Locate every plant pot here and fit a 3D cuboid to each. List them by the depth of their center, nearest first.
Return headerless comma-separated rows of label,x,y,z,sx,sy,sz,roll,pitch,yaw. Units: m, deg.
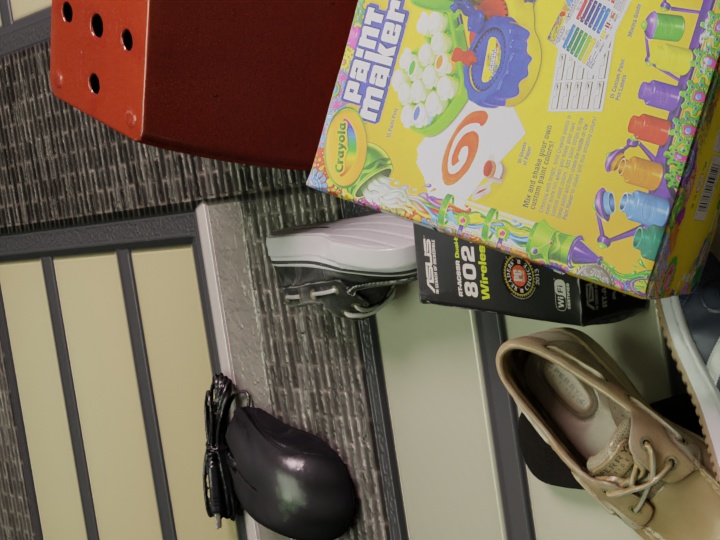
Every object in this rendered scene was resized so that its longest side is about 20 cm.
plant pot,-0.119,-0.185,1.047,0.200,0.176,0.201,30,121,44

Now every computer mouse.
computer mouse,-0.083,0.174,1.196,0.200,0.053,0.139,14,110,49

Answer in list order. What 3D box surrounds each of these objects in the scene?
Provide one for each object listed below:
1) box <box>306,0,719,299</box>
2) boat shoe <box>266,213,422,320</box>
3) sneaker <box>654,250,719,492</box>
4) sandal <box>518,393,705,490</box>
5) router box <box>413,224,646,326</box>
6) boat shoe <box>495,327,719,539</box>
box,0.103,-0.110,0.742,0.192,0.122,0.201,20,99,23
boat shoe,0.000,0.000,1.044,0.200,0.072,0.071,4,111,61
sneaker,0.231,0.052,0.757,0.108,0.070,0.201,-31,54,29
sandal,0.161,0.116,0.878,0.200,0.045,0.076,-6,94,52
router box,0.098,-0.072,0.893,0.150,0.062,0.201,7,105,52
boat shoe,0.154,0.109,0.805,0.200,0.065,0.072,48,115,26
